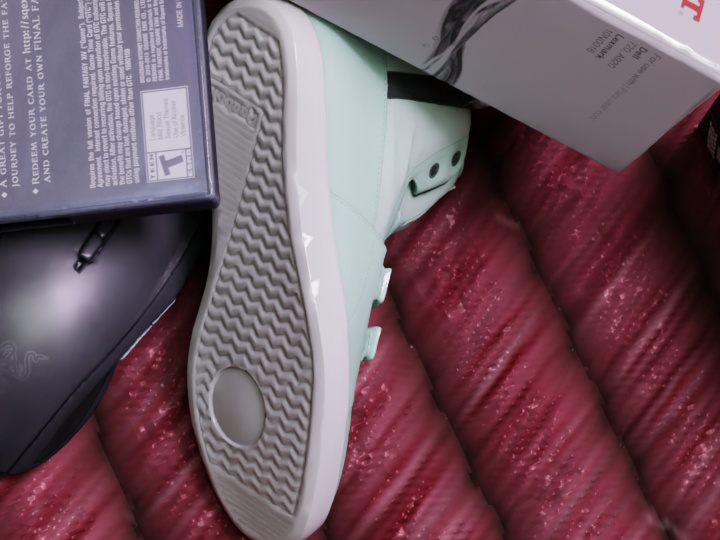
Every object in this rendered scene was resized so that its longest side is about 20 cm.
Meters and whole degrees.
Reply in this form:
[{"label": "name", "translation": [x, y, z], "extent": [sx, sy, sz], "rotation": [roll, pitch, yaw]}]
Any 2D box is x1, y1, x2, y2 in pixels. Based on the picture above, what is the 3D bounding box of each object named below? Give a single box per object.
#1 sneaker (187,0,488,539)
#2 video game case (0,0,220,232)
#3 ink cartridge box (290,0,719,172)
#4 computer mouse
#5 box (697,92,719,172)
[{"label": "sneaker", "translation": [0.000, 0.000, 1.074], "extent": [0.118, 0.074, 0.201], "rotation": [-5, 99, -47]}, {"label": "video game case", "translation": [-0.155, -0.081, 1.041], "extent": [0.199, 0.019, 0.143], "rotation": [-6, 76, 5]}, {"label": "ink cartridge box", "translation": [0.046, -0.147, 1.040], "extent": [0.200, 0.084, 0.146], "rotation": [28, 56, -12]}, {"label": "computer mouse", "translation": [-0.116, -0.034, 1.061], "extent": [0.140, 0.046, 0.200], "rotation": [41, 68, -5]}, {"label": "box", "translation": [0.232, -0.007, 1.092], "extent": [0.124, 0.149, 0.200], "rotation": [-26, 84, -4]}]
